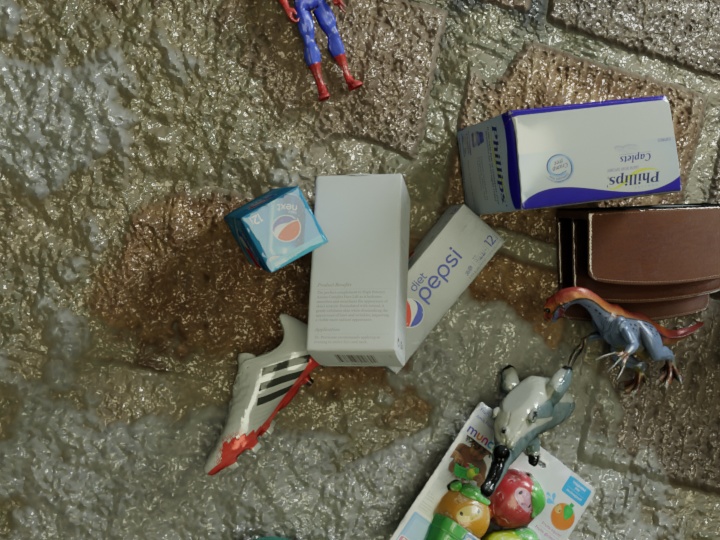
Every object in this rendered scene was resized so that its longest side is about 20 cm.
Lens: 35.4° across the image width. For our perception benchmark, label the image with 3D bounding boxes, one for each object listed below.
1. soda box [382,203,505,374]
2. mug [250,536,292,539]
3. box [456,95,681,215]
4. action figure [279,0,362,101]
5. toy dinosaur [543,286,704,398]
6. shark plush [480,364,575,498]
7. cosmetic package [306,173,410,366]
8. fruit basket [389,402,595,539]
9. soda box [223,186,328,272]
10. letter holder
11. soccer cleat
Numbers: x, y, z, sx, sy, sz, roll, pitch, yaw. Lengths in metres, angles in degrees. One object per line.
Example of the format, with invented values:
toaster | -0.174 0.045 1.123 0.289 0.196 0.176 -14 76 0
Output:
soda box | 0.073 0.019 1.294 0.068 0.063 0.200 40 84 -9
mug | -0.112 0.365 1.243 0.184 0.114 0.153 31 86 -11
box | 0.224 -0.124 1.251 0.183 0.200 0.106 -8 93 -11
action figure | -0.055 -0.295 1.266 0.065 0.052 0.201 -21 94 -7
toy dinosaur | 0.295 0.069 1.327 0.182 0.105 0.200 55 49 -20
shark plush | 0.196 0.184 1.282 0.090 0.200 0.084 -10 117 28
cosmetic package | 0.000 0.000 1.233 0.101 0.074 0.201 0 72 11
fruit basket | 0.157 0.287 1.303 0.185 0.094 0.200 38 82 -10
soda box | -0.093 -0.045 1.187 0.068 0.200 0.064 -30 98 -9
letter holder | 0.343 -0.005 1.334 0.199 0.101 0.143 -3 95 -12
soccer cleat | -0.118 0.138 1.262 0.085 0.069 0.200 41 81 -2
